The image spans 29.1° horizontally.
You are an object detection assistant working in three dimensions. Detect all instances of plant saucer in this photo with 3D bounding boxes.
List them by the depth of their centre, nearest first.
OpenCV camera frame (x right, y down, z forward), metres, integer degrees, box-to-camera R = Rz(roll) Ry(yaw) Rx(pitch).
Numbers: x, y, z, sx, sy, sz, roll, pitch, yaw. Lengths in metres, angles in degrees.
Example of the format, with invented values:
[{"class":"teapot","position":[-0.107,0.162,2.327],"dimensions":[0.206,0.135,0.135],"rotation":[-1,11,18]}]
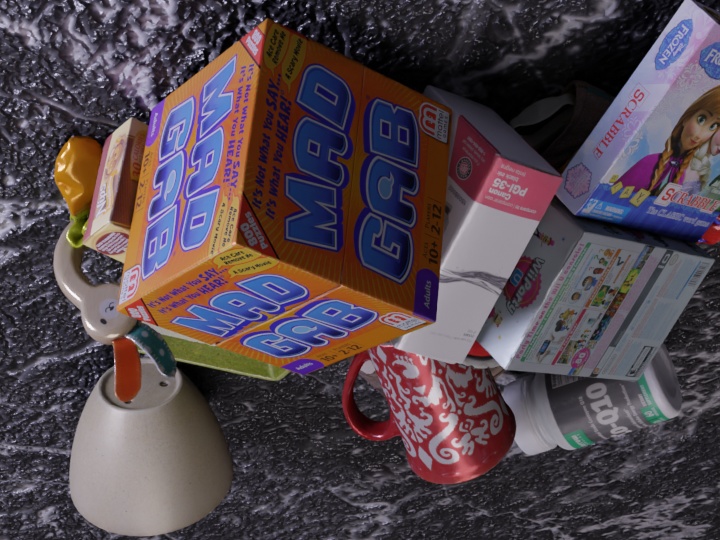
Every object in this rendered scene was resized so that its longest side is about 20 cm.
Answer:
[{"class":"plant saucer","position":[-0.156,0.060,1.497],"dimensions":[0.197,0.049,0.200],"rotation":[14,161,-14]}]

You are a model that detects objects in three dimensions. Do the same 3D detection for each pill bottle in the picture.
[{"class":"pill bottle","position":[0.284,0.154,1.707],"dimensions":[0.198,0.114,0.113],"rotation":[-22,145,25]}]

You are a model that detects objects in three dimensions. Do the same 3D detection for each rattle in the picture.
[{"class":"rattle","position":[-0.225,-0.001,1.289],"dimensions":[0.128,0.202,0.143],"rotation":[4,148,-16]}]

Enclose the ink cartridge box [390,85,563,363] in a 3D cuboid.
[{"class":"ink cartridge box","position":[0.075,-0.040,1.248],"dimensions":[0.082,0.147,0.202],"rotation":[14,114,-34]}]

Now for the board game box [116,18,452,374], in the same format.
[{"class":"board game box","position":[-0.063,-0.052,1.187],"dimensions":[0.198,0.203,0.199],"rotation":[21,152,-31]}]

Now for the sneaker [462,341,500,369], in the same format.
[{"class":"sneaker","position":[0.152,0.042,1.354],"dimensions":[0.197,0.078,0.085],"rotation":[-1,138,-29]}]

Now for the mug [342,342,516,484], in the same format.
[{"class":"mug","position":[0.063,0.127,1.523],"dimensions":[0.176,0.134,0.201],"rotation":[-26,125,-2]}]

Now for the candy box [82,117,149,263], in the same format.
[{"class":"candy box","position":[-0.152,-0.043,1.288],"dimensions":[0.199,0.117,0.055],"rotation":[27,142,-31]}]

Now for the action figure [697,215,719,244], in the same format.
[{"class":"action figure","position":[0.323,-0.055,1.437],"dimensions":[0.197,0.052,0.066],"rotation":[2,154,-20]}]

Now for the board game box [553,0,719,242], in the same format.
[{"class":"board game box","position":[0.292,-0.124,1.218],"dimensions":[0.198,0.041,0.201],"rotation":[7,125,-44]}]

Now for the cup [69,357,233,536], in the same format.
[{"class":"cup","position":[-0.253,0.190,1.639],"dimensions":[0.197,0.201,0.145],"rotation":[-3,123,-4]}]

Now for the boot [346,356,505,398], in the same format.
[{"class":"boot","position":[0.081,0.081,1.610],"dimensions":[0.197,0.071,0.147],"rotation":[-19,137,0]}]

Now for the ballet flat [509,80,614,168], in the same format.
[{"class":"ballet flat","position":[0.151,-0.114,1.305],"dimensions":[0.067,0.069,0.200],"rotation":[27,126,-36]}]

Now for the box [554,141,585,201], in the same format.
[{"class":"box","position":[0.267,-0.081,1.312],"dimensions":[0.119,0.042,0.199],"rotation":[-47,145,12]}]

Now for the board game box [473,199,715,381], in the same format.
[{"class":"board game box","position":[0.215,0.023,1.278],"dimensions":[0.198,0.064,0.149],"rotation":[9,117,-43]}]
